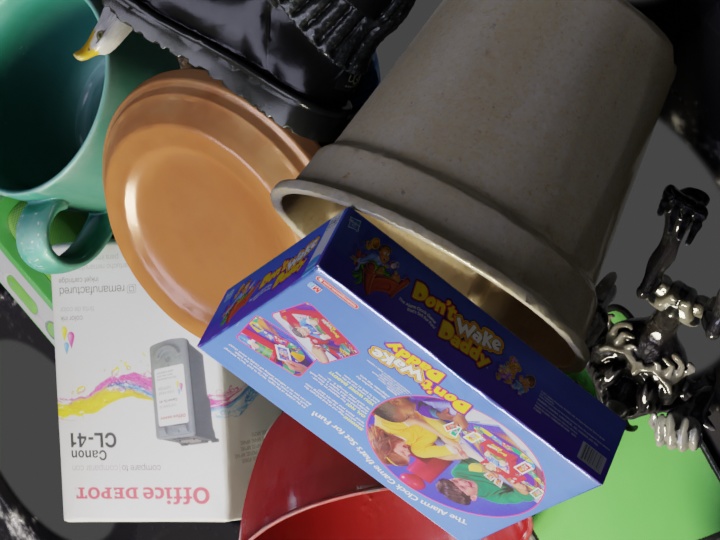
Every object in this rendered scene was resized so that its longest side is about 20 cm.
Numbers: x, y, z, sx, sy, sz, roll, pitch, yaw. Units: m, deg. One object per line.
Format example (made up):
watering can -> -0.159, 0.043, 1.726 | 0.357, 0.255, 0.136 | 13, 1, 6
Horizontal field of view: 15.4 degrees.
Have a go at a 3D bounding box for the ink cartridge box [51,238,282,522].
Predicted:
ink cartridge box -> -0.136, 0.076, 1.880 | 0.147, 0.086, 0.201 | -3, 89, 29

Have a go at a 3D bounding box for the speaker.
speaker -> -0.216, 0.011, 2.011 | 0.200, 0.088, 0.089 | 47, 141, 18

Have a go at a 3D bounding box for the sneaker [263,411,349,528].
sneaker -> -0.019, 0.175, 1.881 | 0.074, 0.087, 0.200 | 2, 115, 50

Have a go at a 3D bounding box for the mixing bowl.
mixing bowl -> 0.006, 0.138, 1.764 | 0.200, 0.200, 0.109 | 128, 139, -51

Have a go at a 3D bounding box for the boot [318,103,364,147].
boot -> 0.017, -0.061, 1.674 | 0.150, 0.073, 0.200 | 3, 160, 17

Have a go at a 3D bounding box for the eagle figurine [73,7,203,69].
eagle figurine -> -0.116, -0.172, 1.705 | 0.200, 0.152, 0.151 | 38, 104, 21

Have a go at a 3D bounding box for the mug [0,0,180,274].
mug -> -0.198, -0.103, 1.856 | 0.152, 0.114, 0.185 | 38, 106, 36

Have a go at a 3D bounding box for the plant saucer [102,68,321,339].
plant saucer -> -0.085, -0.026, 1.620 | 0.200, 0.037, 0.201 | 24, 133, 28

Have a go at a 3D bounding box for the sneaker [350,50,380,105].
sneaker -> -0.028, -0.162, 1.703 | 0.083, 0.071, 0.200 | -107, 11, -46

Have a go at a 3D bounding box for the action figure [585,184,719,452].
action figure -> 0.168, 0.043, 1.559 | 0.119, 0.102, 0.200 | 34, 135, 11

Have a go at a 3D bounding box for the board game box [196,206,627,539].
board game box -> 0.027, 0.062, 1.457 | 0.200, 0.045, 0.134 | 38, 144, -15

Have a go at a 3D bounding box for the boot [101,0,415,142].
boot -> -0.054, -0.192, 1.543 | 0.211, 0.079, 0.158 | 34, 111, 15

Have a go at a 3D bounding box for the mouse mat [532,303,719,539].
mouse mat -> 0.150, 0.117, 1.709 | 0.200, 0.008, 0.161 | -31, 88, 55

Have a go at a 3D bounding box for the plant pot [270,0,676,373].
plant pot -> 0.079, -0.071, 1.492 | 0.200, 0.184, 0.200 | 28, 169, 6

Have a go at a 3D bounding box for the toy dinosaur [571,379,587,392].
toy dinosaur -> 0.089, 0.076, 1.553 | 0.088, 0.048, 0.200 | 18, 180, -1
